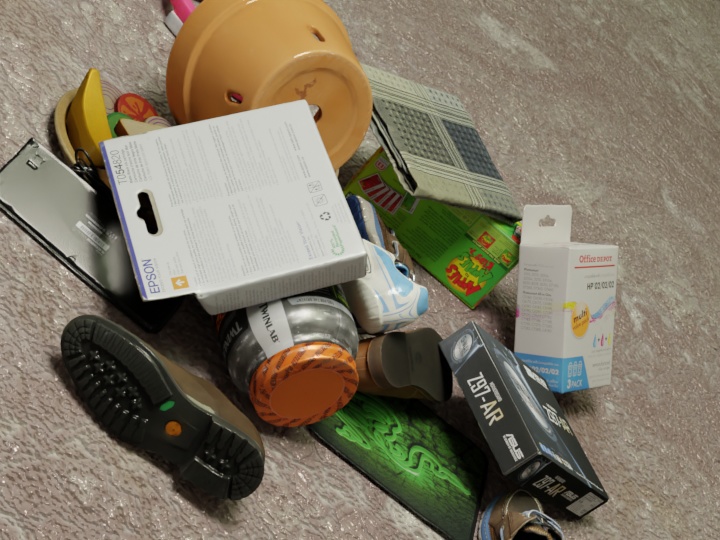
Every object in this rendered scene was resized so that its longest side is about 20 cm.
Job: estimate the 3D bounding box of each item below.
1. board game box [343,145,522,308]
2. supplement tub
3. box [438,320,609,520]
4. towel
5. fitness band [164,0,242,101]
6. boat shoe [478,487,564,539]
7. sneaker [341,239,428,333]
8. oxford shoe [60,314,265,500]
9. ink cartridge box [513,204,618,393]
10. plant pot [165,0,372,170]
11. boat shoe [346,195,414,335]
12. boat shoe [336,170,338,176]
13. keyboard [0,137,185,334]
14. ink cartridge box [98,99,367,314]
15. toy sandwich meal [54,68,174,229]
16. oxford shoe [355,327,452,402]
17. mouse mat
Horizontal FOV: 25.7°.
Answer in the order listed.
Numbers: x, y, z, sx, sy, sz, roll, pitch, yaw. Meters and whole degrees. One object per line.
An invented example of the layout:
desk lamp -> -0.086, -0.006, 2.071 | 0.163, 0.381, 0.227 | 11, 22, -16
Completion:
board game box -> 0.087, -0.061, 1.782 | 0.200, 0.102, 0.048 | 40, 29, -7
supplement tub -> -0.074, 0.034, 1.431 | 0.122, 0.123, 0.201 | 18, 37, -38
box -> 0.167, 0.155, 1.597 | 0.200, 0.043, 0.161 | 37, 23, -54
towel -> 0.077, -0.137, 1.739 | 0.199, 0.035, 0.194 | 13, 44, -48
fitness band -> -0.147, -0.267, 1.825 | 0.200, 0.037, 0.143 | 50, 29, 9
boat shoe -> 0.155, 0.264, 1.469 | 0.072, 0.072, 0.200 | 36, 29, -13
sneaker -> 0.000, 0.000, 1.527 | 0.072, 0.072, 0.200 | -9, 30, -24
oxford shoe -> -0.162, 0.107, 1.296 | 0.200, 0.073, 0.084 | 42, 12, -7
ink cartridge box -> 0.230, 0.029, 1.758 | 0.115, 0.067, 0.202 | -3, 97, -53
plant pot -> -0.079, -0.177, 1.582 | 0.199, 0.201, 0.140 | 19, 15, -37
boat shoe -> 0.020, 0.000, 1.633 | 0.072, 0.072, 0.201 | 30, 31, -26
boat shoe -> -0.076, -0.071, 1.627 | 0.071, 0.065, 0.200 | 41, 29, -5
keyboard -> -0.238, -0.032, 1.417 | 0.200, 0.040, 0.104 | 42, 52, -5
ink cartridge box -> -0.115, -0.054, 1.397 | 0.198, 0.041, 0.201 | -12, 52, -12
toy sandwich meal -> -0.203, -0.116, 1.519 | 0.204, 0.070, 0.206 | 31, 31, -21
oxford shoe -> 0.034, 0.093, 1.543 | 0.200, 0.071, 0.072 | 19, 64, -61
mouse mat -> 0.041, 0.166, 1.524 | 0.199, 0.008, 0.161 | 38, 29, -9
